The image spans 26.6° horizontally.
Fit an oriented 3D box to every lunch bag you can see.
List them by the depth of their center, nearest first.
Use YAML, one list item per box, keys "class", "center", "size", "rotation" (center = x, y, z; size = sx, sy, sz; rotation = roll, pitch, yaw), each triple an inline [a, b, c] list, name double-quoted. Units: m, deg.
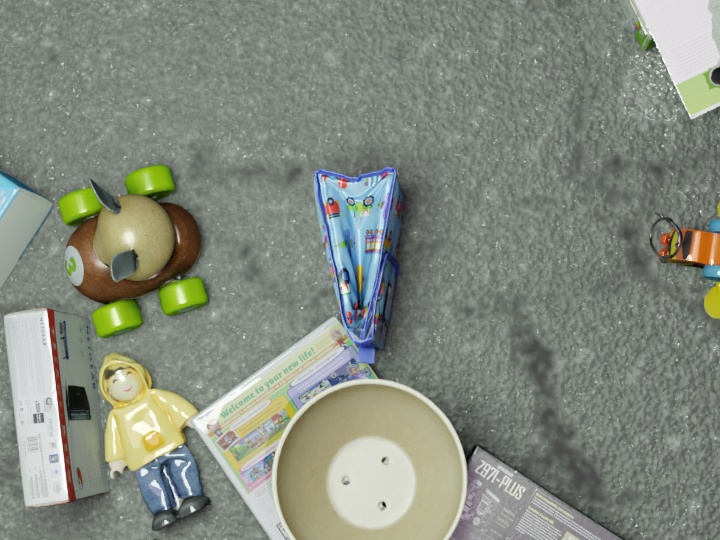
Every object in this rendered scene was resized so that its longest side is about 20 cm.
- class: "lunch bag"
  center: [0.000, 0.000, 1.657]
  size: [0.093, 0.151, 0.203]
  rotation: [-1, 85, 4]

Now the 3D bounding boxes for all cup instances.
- class: "cup"
  center: [0.010, 0.222, 1.605]
  size: [0.198, 0.143, 0.203]
  rotation: [0, 80, 1]

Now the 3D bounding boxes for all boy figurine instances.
- class: "boy figurine"
  center: [-0.232, 0.181, 1.703]
  size: [0.123, 0.064, 0.202]
  rotation: [-22, 88, 3]

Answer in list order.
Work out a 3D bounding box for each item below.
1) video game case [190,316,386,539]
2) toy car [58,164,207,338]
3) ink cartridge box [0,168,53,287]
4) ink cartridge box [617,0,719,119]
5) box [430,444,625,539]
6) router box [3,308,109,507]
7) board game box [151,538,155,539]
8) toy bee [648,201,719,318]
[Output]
- class: "video game case"
  center: [-0.057, 0.182, 1.691]
  size: [0.199, 0.022, 0.183]
  rotation: [-35, 90, -6]
- class: "toy car"
  center: [-0.261, -0.029, 1.654]
  size: [0.156, 0.200, 0.166]
  rotation: [-18, 84, 2]
- class: "ink cartridge box"
  center: [-0.477, -0.076, 1.700]
  size: [0.199, 0.146, 0.147]
  rotation: [34, 88, 6]
- class: "ink cartridge box"
  center: [0.380, -0.282, 1.694]
  size: [0.147, 0.076, 0.202]
  rotation: [-25, 85, 1]
- class: "box"
  center: [0.166, 0.310, 1.651]
  size: [0.199, 0.086, 0.165]
  rotation: [31, 88, 6]
- class: "router box"
  center: [-0.327, 0.148, 1.654]
  size: [0.048, 0.180, 0.203]
  rotation: [-8, 85, 3]
- class: "board game box"
  center: [-0.307, 0.384, 1.710]
  size: [0.198, 0.023, 0.106]
  rotation: [-19, 86, 2]
- class: "toy bee"
  center: [0.382, -0.029, 1.670]
  size: [0.199, 0.109, 0.132]
  rotation: [34, 79, -19]
